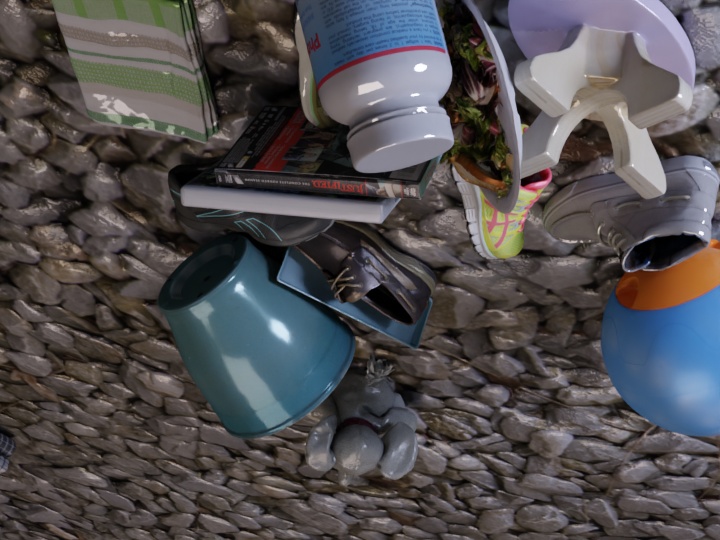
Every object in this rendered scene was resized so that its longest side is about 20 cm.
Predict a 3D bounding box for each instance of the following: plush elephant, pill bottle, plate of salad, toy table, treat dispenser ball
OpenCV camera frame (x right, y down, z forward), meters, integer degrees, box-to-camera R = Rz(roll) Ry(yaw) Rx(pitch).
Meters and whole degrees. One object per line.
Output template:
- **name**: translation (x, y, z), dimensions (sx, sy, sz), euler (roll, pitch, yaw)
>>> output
- **plush elephant**: translation (-0.003, 0.227, 1.708), dimensions (0.164, 0.155, 0.200), euler (15, 150, -1)
- **pill bottle**: translation (0.010, -0.185, 0.976), dimensions (0.108, 0.201, 0.109), euler (-13, 170, -2)
- **plate of salad**: translation (0.089, -0.142, 1.045), dimensions (0.048, 0.201, 0.200), euler (-16, 148, -7)
- **toy table**: translation (0.199, -0.156, 1.043), dimensions (0.199, 0.118, 0.184), euler (27, 147, -21)
- **treat dispenser ball**: translation (0.347, 0.068, 1.257), dimensions (0.200, 0.202, 0.201), euler (11, 149, 7)

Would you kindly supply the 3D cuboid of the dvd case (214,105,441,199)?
- **dvd case**: translation (-0.022, -0.116, 1.181), dimensions (0.199, 0.146, 0.022), euler (4, 123, 16)

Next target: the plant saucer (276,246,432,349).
- **plant saucer**: translation (-0.007, 0.024, 1.470), dimensions (0.199, 0.070, 0.019), euler (27, 159, -19)

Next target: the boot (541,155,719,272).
- **boot**: translation (0.258, -0.042, 1.220), dimensions (0.073, 0.096, 0.200), euler (35, 144, -31)

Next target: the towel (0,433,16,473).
- **towel**: translation (-0.749, 0.314, 2.244), dimensions (0.199, 0.086, 0.165), euler (-15, 140, 37)

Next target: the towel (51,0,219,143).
- **towel**: translation (-0.225, -0.206, 1.226), dimensions (0.148, 0.031, 0.200), euler (9, 148, 9)

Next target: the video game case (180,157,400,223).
- **video game case**: translation (-0.051, -0.090, 1.216), dimensions (0.199, 0.182, 0.023), euler (6, 111, 15)

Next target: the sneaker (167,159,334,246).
- **sneaker**: translation (-0.121, -0.077, 1.348), dimensions (0.199, 0.076, 0.079), euler (3, 145, 18)

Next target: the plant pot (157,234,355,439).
- **plant pot**: translation (-0.138, 0.066, 1.491), dimensions (0.199, 0.200, 0.188), euler (-13, 124, 38)

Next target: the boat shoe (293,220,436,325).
- **boat shoe**: translation (0.000, 0.000, 1.420), dimensions (0.199, 0.074, 0.074), euler (26, 147, -19)

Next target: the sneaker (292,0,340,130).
- **sneaker**: translation (-0.012, -0.195, 1.118), dimensions (0.088, 0.077, 0.200), euler (2, 150, 4)

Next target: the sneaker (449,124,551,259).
- **sneaker**: translation (0.149, -0.077, 1.233), dimensions (0.090, 0.078, 0.200), euler (-4, 147, 16)
